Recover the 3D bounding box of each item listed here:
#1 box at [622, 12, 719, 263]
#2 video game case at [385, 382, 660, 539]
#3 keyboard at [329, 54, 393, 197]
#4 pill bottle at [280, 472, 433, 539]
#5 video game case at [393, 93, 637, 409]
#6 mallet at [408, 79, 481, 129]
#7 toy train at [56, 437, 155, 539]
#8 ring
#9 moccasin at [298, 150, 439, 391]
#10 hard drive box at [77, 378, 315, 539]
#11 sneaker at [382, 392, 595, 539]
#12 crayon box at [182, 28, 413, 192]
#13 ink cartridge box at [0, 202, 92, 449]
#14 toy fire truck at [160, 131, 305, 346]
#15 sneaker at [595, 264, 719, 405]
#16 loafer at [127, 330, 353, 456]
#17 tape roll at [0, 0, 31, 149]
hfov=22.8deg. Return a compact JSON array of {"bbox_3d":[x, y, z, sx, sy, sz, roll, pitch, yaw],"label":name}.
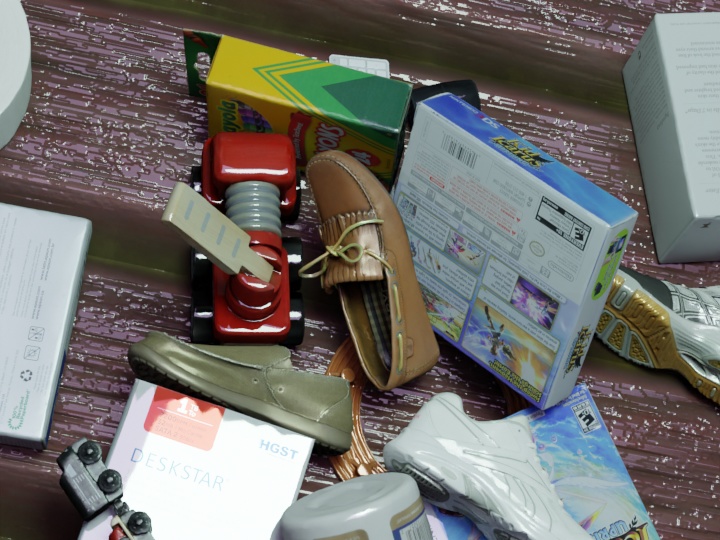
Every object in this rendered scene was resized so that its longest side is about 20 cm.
[{"bbox_3d":[0.335,-0.120,1.598,0.151,0.106,0.201,-2,69,-11],"label":"box"},{"bbox_3d":[0.135,0.213,1.457,0.199,0.045,0.182,-23,82,-18],"label":"video game case"},{"bbox_3d":[0.001,-0.100,1.588,0.056,0.011,0.201,2,69,-9],"label":"keyboard"},{"bbox_3d":[0.016,0.266,1.371,0.111,0.111,0.201,-18,96,-15],"label":"pill bottle"},{"bbox_3d":[0.110,-0.017,1.449,0.200,0.182,0.045,36,38,28],"label":"video game case"},{"bbox_3d":[0.103,-0.077,1.585,0.066,0.041,0.201,-19,77,-12],"label":"mallet"},{"bbox_3d":[-0.167,0.215,1.343,0.046,0.034,0.200,-34,78,-16],"label":"toy train"},{"bbox_3d":[0.064,0.121,1.508,0.199,0.019,0.201,3,69,-9],"label":"ring"},{"bbox_3d":[-0.001,0.000,1.463,0.078,0.073,0.202,-24,102,-48],"label":"moccasin"},{"bbox_3d":[-0.140,0.209,1.410,0.155,0.077,0.201,18,67,-3],"label":"hard drive box"},{"bbox_3d":[0.122,0.165,1.405,0.200,0.078,0.100,36,66,-2],"label":"sneaker"},{"bbox_3d":[-0.060,-0.135,1.523,0.199,0.127,0.051,15,69,4],"label":"crayon box"},{"bbox_3d":[-0.336,0.035,1.464,0.199,0.043,0.197,10,68,-2],"label":"ink cartridge box"},{"bbox_3d":[-0.102,-0.041,1.445,0.128,0.200,0.177,2,69,-9],"label":"toy fire truck"},{"bbox_3d":[0.280,0.043,1.556,0.200,0.076,0.088,32,51,2],"label":"sneaker"},{"bbox_3d":[-0.094,0.090,1.454,0.199,0.076,0.068,25,68,-17],"label":"loafer"},{"bbox_3d":[-0.382,-0.179,1.524,0.201,0.071,0.203,3,69,-8],"label":"tape roll"}]
